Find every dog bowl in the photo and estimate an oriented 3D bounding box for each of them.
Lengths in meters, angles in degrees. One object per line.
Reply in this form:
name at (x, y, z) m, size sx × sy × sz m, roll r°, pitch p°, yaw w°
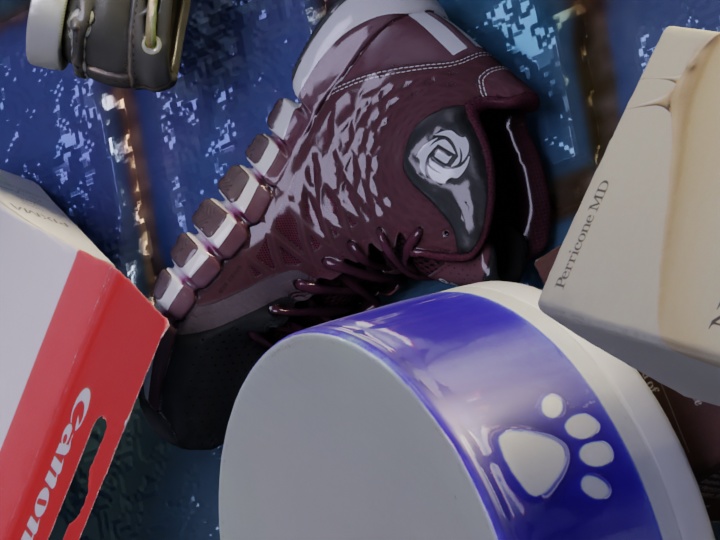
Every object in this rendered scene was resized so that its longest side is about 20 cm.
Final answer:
dog bowl at (0.033, 0.108, 1.008) m, size 0.200 × 0.079 × 0.200 m, roll 29°, pitch 126°, yaw 51°

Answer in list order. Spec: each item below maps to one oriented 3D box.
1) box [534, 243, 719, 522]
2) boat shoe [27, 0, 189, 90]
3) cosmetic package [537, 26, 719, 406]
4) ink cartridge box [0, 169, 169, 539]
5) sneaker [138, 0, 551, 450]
box at (0.165, -0.003, 0.979) m, size 0.200 × 0.075 × 0.100 m, roll -33°, pitch 64°, yaw 28°
boat shoe at (-0.074, -0.169, 1.184) m, size 0.060 × 0.072 × 0.202 m, roll 17°, pitch 83°, yaw 5°
cosmetic package at (0.151, -0.004, 0.850) m, size 0.200 × 0.073 × 0.104 m, roll 14°, pitch 78°, yaw 56°
ink cartridge box at (-0.150, 0.056, 1.177) m, size 0.161 × 0.050 × 0.200 m, roll -68°, pitch 23°, yaw 9°
sneaker at (0.000, 0.000, 1.105) m, size 0.115 × 0.076 × 0.200 m, roll 36°, pitch 105°, yaw 32°
